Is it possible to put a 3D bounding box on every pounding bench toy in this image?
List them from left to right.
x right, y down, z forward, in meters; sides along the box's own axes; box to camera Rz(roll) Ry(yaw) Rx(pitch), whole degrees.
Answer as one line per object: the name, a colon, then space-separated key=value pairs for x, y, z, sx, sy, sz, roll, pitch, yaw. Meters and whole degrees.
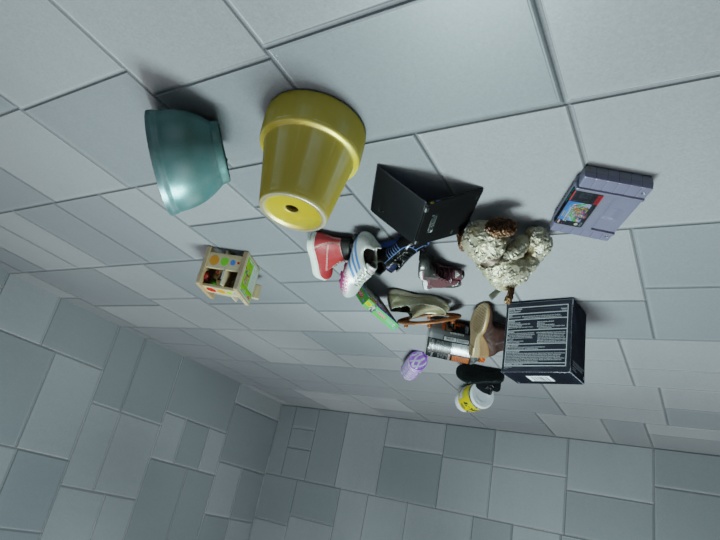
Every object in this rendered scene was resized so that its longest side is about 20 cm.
pounding bench toy: x=-0.409 y=0.032 z=1.764 sx=0.151 sy=0.128 sz=0.201 roll=8 pitch=156 yaw=12

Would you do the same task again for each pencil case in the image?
pencil case: x=0.217 y=0.388 z=2.275 sx=0.083 sy=0.086 sz=0.201 roll=-20 pitch=163 yaw=-13

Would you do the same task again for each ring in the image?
ring: x=0.208 y=0.151 z=1.697 sx=0.194 sy=0.020 sz=0.200 roll=-6 pitch=-177 yaw=0

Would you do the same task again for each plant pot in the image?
plant pot: x=-0.331 y=-0.223 z=1.109 sx=0.130 sy=0.206 sz=0.201 roll=-12 pitch=159 yaw=-10
plant pot: x=-0.102 y=-0.188 z=1.030 sx=0.195 sy=0.194 sz=0.202 roll=11 pitch=156 yaw=5

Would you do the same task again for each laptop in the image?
laptop: x=0.136 y=-0.149 z=1.215 sx=0.194 sy=0.119 sz=0.188 roll=-15 pitch=159 yaw=-9

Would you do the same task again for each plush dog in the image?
plush dog: x=0.289 y=-0.038 z=1.216 sx=0.171 sy=0.163 sz=0.198 roll=40 pitch=149 yaw=-19

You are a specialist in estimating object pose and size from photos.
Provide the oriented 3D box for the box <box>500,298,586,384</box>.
box: x=0.506 y=0.199 z=1.543 sx=0.196 sy=0.204 sz=0.122 roll=-7 pitch=152 yaw=40

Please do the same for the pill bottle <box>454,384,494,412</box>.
pill bottle: x=0.493 y=0.558 z=2.457 sx=0.111 sy=0.117 sz=0.200 roll=16 pitch=157 yaw=-8

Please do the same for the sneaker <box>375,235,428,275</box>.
sneaker: x=0.100 y=-0.041 z=1.387 sx=0.069 sy=0.080 sz=0.198 roll=24 pitch=155 yaw=-25

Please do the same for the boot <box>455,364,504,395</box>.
boot: x=0.475 y=0.441 z=2.253 sx=0.193 sy=0.078 sz=0.169 roll=4 pitch=152 yaw=6

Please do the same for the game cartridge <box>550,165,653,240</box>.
game cartridge: x=0.451 y=-0.122 z=1.075 sx=0.125 sy=0.039 sz=0.201 roll=7 pitch=156 yaw=3

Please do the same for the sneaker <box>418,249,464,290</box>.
sneaker: x=0.209 y=-0.003 z=1.437 sx=0.112 sy=0.078 sz=0.200 roll=2 pitch=165 yaw=13

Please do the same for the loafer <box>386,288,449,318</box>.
loafer: x=0.171 y=0.111 z=1.697 sx=0.194 sy=0.070 sz=0.076 roll=10 pitch=157 yaw=7

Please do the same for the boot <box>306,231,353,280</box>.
boot: x=-0.060 y=-0.028 z=1.517 sx=0.140 sy=0.074 sz=0.202 roll=7 pitch=152 yaw=10

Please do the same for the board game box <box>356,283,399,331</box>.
board game box: x=0.033 y=0.090 z=1.669 sx=0.029 sy=0.135 sz=0.200 roll=-40 pitch=140 yaw=5

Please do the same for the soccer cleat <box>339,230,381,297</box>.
soccer cleat: x=0.000 y=0.000 z=1.418 sx=0.086 sy=0.069 sz=0.204 roll=41 pitch=131 yaw=34

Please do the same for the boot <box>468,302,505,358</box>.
boot: x=0.413 y=0.173 z=1.704 sx=0.162 sy=0.073 sz=0.205 roll=-8 pitch=125 yaw=-21

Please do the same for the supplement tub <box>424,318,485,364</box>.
supplement tub: x=0.311 y=0.232 z=1.822 sx=0.194 sy=0.126 sz=0.123 roll=10 pitch=157 yaw=7
